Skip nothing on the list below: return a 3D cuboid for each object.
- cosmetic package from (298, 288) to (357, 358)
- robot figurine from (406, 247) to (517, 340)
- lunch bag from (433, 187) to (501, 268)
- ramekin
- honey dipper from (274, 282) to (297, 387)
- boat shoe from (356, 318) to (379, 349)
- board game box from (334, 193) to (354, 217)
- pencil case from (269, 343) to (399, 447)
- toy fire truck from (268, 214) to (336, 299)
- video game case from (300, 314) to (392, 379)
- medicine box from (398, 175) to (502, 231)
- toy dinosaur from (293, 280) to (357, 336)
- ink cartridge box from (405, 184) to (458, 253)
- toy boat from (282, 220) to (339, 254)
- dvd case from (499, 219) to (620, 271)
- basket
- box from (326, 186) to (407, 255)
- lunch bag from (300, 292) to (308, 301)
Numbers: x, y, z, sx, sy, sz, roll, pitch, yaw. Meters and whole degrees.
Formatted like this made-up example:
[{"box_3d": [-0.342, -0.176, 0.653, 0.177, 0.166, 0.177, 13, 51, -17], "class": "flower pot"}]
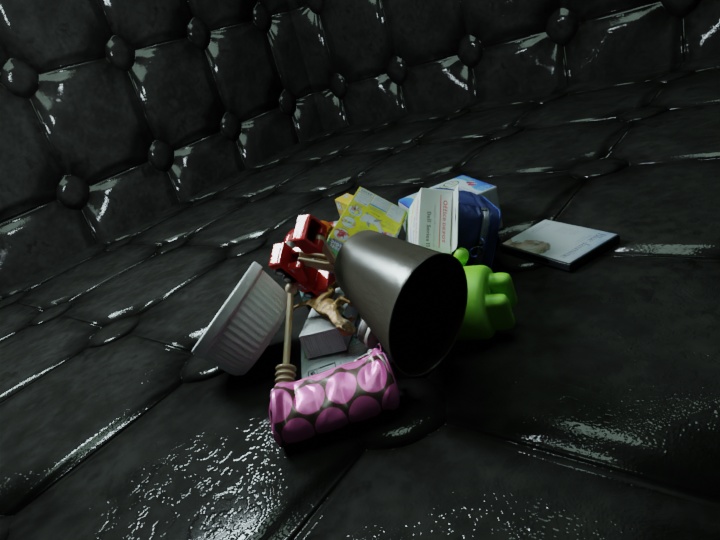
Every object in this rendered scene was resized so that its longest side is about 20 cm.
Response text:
[{"box_3d": [-0.050, 0.084, 1.023, 0.080, 0.052, 0.201, -12, 23, 16], "class": "cosmetic package"}, {"box_3d": [0.156, 0.055, 0.897, 0.194, 0.117, 0.179, -4, 48, 30], "class": "robot figurine"}, {"box_3d": [0.217, -0.084, 1.118, 0.127, 0.141, 0.201, 4, 22, -7], "class": "lunch bag"}, {"box_3d": [-0.215, 0.096, 1.014, 0.202, 0.104, 0.201, -51, 11, 14], "class": "ramekin"}, {"box_3d": [-0.126, 0.116, 0.942, 0.037, 0.038, 0.207, -10, 58, 16], "class": "honey dipper"}, {"box_3d": [0.040, 0.050, 0.957, 0.058, 0.073, 0.202, 16, 52, 23], "class": "boat shoe"}, {"box_3d": [0.010, -0.095, 1.311, 0.039, 0.158, 0.199, -24, 22, -16], "class": "board game box"}, {"box_3d": [-0.041, 0.183, 0.792, 0.193, 0.097, 0.091, -18, -11, -4], "class": "pencil case"}, {"box_3d": [-0.085, -0.015, 0.959, 0.137, 0.200, 0.050, -8, 57, 32], "class": "toy fire truck"}, {"box_3d": [-0.015, 0.133, 0.982, 0.193, 0.023, 0.183, -20, 22, 0], "class": "video game case"}, {"box_3d": [0.215, -0.139, 1.319, 0.194, 0.106, 0.182, -21, 22, -9], "class": "medicine box"}, {"box_3d": [-0.063, 0.058, 0.944, 0.105, 0.062, 0.197, -34, 25, -26], "class": "toy dinosaur"}, {"box_3d": [0.129, -0.078, 1.012, 0.064, 0.122, 0.200, 4, -11, -4], "class": "ink cartridge box"}, {"box_3d": [-0.071, -0.053, 1.109, 0.192, 0.132, 0.135, -8, 63, 0], "class": "toy boat"}, {"box_3d": [0.397, -0.056, 1.097, 0.139, 0.018, 0.199, -26, 24, -19], "class": "dvd case"}, {"box_3d": [0.049, 0.027, 0.822, 0.132, 0.187, 0.199, -4, 23, -30], "class": "basket"}, {"box_3d": [0.010, -0.069, 1.045, 0.114, 0.049, 0.202, 27, 43, 3], "class": "box"}, {"box_3d": [-0.075, -0.011, 1.232, 0.165, 0.126, 0.201, -19, 29, -6], "class": "lunch bag"}]
